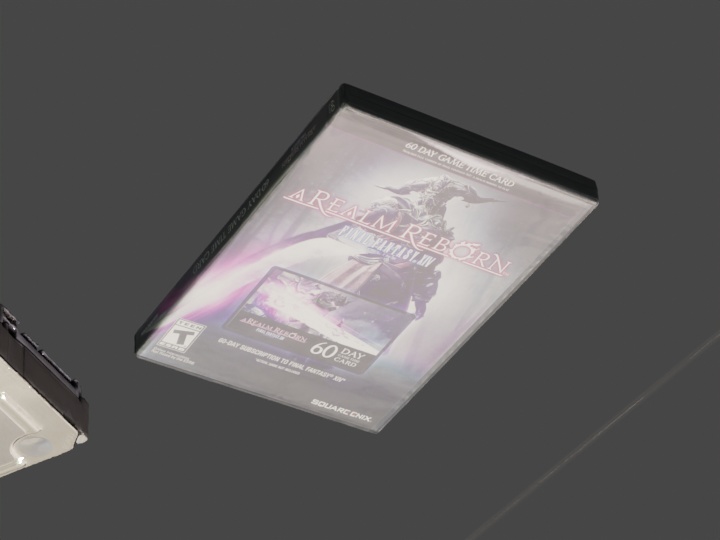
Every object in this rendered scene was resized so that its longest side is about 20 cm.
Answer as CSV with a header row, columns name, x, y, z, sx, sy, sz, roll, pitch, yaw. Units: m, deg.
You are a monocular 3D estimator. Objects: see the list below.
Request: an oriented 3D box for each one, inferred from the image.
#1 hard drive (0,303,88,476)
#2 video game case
name,x,y,z,sx,sy,sz,roll,pitch,yaw
hard drive,-0.254,0.071,1.287,0.199,0.038,0.140,-21,137,17
video game case,0.000,0.000,1.245,0.142,0.019,0.200,19,135,-26
